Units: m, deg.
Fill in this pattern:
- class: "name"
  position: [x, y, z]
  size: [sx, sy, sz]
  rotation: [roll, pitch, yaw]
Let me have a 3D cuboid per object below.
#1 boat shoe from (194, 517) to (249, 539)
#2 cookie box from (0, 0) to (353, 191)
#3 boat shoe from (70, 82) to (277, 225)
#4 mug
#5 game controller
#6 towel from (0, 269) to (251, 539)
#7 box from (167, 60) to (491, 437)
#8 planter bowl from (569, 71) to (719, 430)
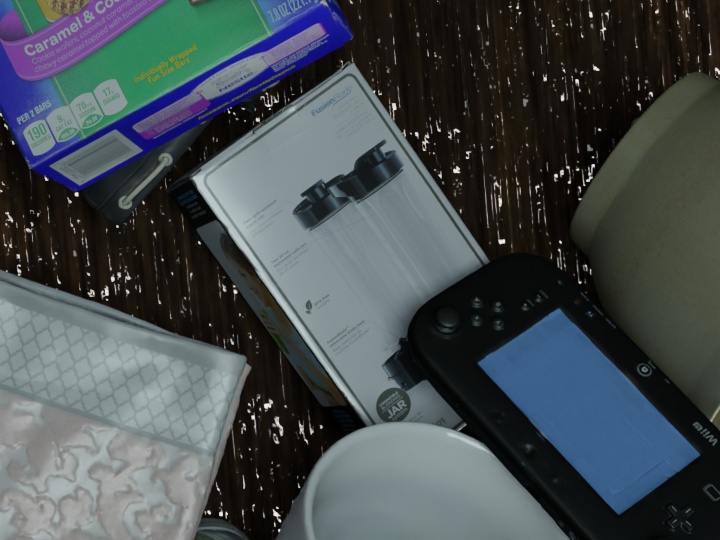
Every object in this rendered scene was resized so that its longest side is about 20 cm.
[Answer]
- class: "boat shoe"
  position: [-0.147, 0.194, 1.089]
  size: [0.202, 0.065, 0.074]
  rotation: [-20, 96, -11]
- class: "cookie box"
  position: [-0.126, -0.170, 1.015]
  size: [0.171, 0.075, 0.200]
  rotation: [-29, 78, 4]
- class: "boat shoe"
  position: [-0.080, -0.107, 1.089]
  size: [0.200, 0.074, 0.060]
  rotation: [-42, 100, -5]
- class: "mug"
  position: [0.029, 0.207, 1.039]
  size: [0.148, 0.175, 0.200]
  rotation: [-26, 63, -42]
- class: "game controller"
  position: [0.117, 0.076, 1.044]
  size: [0.104, 0.042, 0.200]
  rotation: [-35, 69, -21]
- class: "towel"
  position: [-0.178, 0.103, 1.062]
  size: [0.200, 0.032, 0.191]
  rotation: [19, 80, 1]
- class: "box"
  position: [0.000, 0.000, 1.107]
  size: [0.117, 0.060, 0.200]
  rotation: [-38, 98, -17]
- class: "planter bowl"
  position: [0.202, -0.025, 1.111]
  size: [0.135, 0.200, 0.200]
  rotation: [39, 83, 15]
